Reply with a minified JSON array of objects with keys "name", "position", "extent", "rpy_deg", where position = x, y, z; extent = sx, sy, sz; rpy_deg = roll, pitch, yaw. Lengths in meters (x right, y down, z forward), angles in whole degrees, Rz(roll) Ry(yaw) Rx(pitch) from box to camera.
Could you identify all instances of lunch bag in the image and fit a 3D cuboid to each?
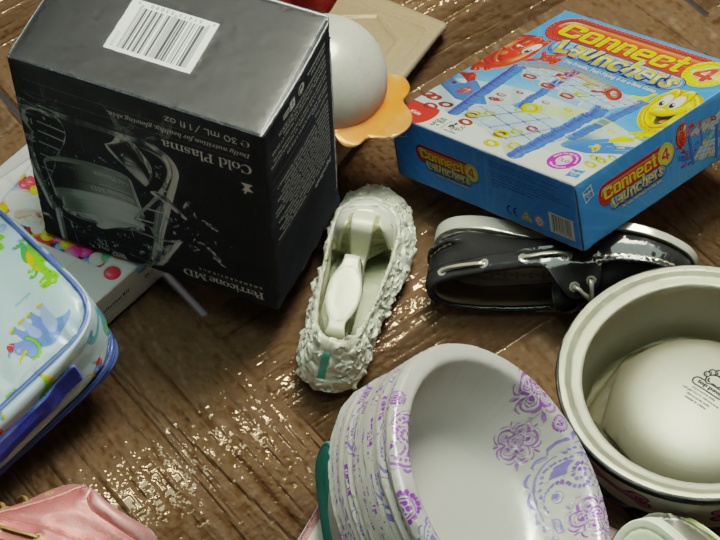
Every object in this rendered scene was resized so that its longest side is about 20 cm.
[{"name":"lunch bag","position":[-0.281,0.068,1.573],"extent":[0.200,0.083,0.161],"rpy_deg":[-45,61,-10]}]

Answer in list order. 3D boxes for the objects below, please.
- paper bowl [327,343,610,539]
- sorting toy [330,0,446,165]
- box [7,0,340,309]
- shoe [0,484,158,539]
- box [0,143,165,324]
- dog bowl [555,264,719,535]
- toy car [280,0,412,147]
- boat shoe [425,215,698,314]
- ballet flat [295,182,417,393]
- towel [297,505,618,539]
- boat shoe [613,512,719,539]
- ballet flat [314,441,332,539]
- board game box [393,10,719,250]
[{"name":"paper bowl","position":[0.059,0.157,1.427],"extent":[0.104,0.200,0.202],"rpy_deg":[-31,39,35]},{"name":"sorting toy","position":[-0.054,-0.169,1.811],"extent":[0.184,0.037,0.200],"rpy_deg":[24,52,21]},{"name":"box","position":[-0.128,-0.102,1.602],"extent":[0.199,0.197,0.124],"rpy_deg":[18,57,15]},{"name":"shoe","position":[-0.237,0.186,1.512],"extent":[0.199,0.072,0.091],"rpy_deg":[18,50,14]},{"name":"box","position":[-0.215,-0.036,1.705],"extent":[0.155,0.041,0.200],"rpy_deg":[33,61,26]},{"name":"dog bowl","position":[0.233,0.096,1.550],"extent":[0.198,0.074,0.201],"rpy_deg":[-2,50,2]},{"name":"toy car","position":[-0.036,-0.171,1.688],"extent":[0.200,0.185,0.177],"rpy_deg":[37,55,7]},{"name":"boat shoe","position":[0.145,0.003,1.631],"extent":[0.198,0.074,0.061],"rpy_deg":[6,51,12]},{"name":"ballet flat","position":[0.000,0.000,1.647],"extent":[0.071,0.072,0.201],"rpy_deg":[7,51,9]},{"name":"towel","position":[0.057,0.200,1.510],"extent":[0.199,0.023,0.144],"rpy_deg":[21,57,21]},{"name":"boat shoe","position":[0.246,0.236,1.435],"extent":[0.202,0.072,0.060],"rpy_deg":[49,28,19]},{"name":"ballet flat","position":[0.006,0.199,1.468],"extent":[0.070,0.071,0.201],"rpy_deg":[-2,54,2]},{"name":"board game box","position":[0.160,-0.110,1.680],"extent":[0.195,0.056,0.199],"rpy_deg":[-33,38,-30]}]
